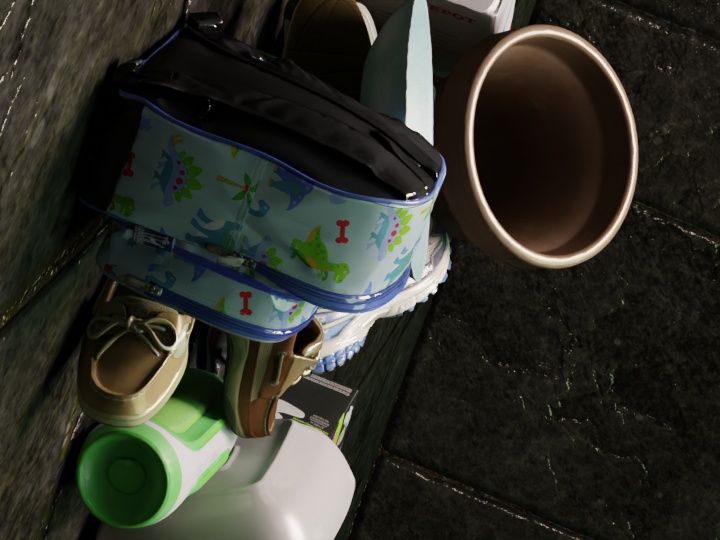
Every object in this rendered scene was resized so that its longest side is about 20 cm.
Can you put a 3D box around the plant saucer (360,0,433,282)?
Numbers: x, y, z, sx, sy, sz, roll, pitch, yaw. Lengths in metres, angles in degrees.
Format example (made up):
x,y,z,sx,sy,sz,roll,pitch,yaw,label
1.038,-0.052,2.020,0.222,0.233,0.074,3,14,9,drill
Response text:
x,y,z,sx,sy,sz,roll,pitch,yaw,label
0.024,-0.093,1.491,0.201,0.038,0.203,2,90,-84,plant saucer

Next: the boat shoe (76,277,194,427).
x,y,z,sx,sy,sz,roll,pitch,yaw,label
-0.139,0.015,1.449,0.063,0.073,0.201,94,15,-48,boat shoe

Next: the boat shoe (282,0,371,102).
x,y,z,sx,sy,sz,roll,pitch,yaw,label
-0.029,-0.101,1.559,0.066,0.071,0.203,-159,-116,-69,boat shoe

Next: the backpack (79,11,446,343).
x,y,z,sx,sy,sz,roll,pitch,yaw,label
-0.057,-0.046,1.341,0.183,0.199,0.148,-54,165,-66,backpack

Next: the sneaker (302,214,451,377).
x,y,z,sx,sy,sz,roll,pitch,yaw,label
0.000,0.000,1.736,0.200,0.077,0.086,-42,120,-38,sneaker

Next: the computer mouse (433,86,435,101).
x,y,z,sx,sy,sz,roll,pitch,yaw,label
-0.006,-0.075,1.648,0.199,0.046,0.141,-28,137,-39,computer mouse

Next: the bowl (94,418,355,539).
x,y,z,sx,sy,sz,roll,pitch,yaw,label
-0.114,0.185,1.756,0.200,0.198,0.075,-60,140,-66,bowl

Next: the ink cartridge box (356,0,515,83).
x,y,z,sx,sy,sz,roll,pitch,yaw,label
0.059,-0.236,1.890,0.200,0.145,0.083,93,19,-71,ink cartridge box

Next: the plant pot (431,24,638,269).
x,y,z,sx,sy,sz,roll,pitch,yaw,label
0.110,-0.097,1.849,0.174,0.200,0.201,-7,-127,53,plant pot

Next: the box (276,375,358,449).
x,y,z,sx,sy,sz,roll,pitch,yaw,label
-0.101,0.200,2.089,0.200,0.124,0.149,-57,166,-55,box

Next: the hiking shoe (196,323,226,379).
x,y,z,sx,sy,sz,roll,pitch,yaw,label
-0.105,0.028,1.838,0.087,0.074,0.202,-158,-98,-68,hiking shoe

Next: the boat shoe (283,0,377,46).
x,y,z,sx,sy,sz,roll,pitch,yaw,label
-0.017,-0.129,1.697,0.074,0.060,0.201,-45,140,-29,boat shoe

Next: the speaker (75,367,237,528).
x,y,z,sx,sy,sz,roll,pitch,yaw,label
-0.151,0.132,1.645,0.200,0.088,0.089,-43,154,-75,speaker

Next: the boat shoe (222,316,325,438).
x,y,z,sx,sy,sz,roll,pitch,yaw,label
-0.064,0.057,1.632,0.201,0.073,0.076,93,2,-50,boat shoe

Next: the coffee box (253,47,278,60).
x,y,z,sx,sy,sz,roll,pitch,yaw,label
-0.100,-0.065,1.596,0.123,0.044,0.201,4,107,-82,coffee box
